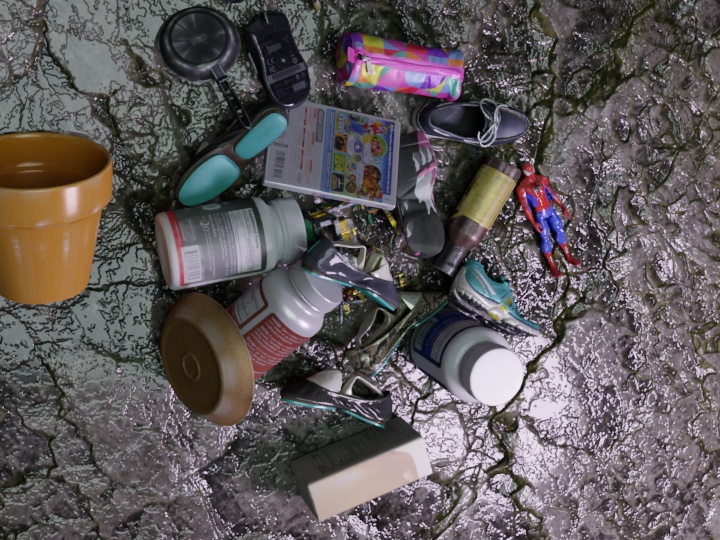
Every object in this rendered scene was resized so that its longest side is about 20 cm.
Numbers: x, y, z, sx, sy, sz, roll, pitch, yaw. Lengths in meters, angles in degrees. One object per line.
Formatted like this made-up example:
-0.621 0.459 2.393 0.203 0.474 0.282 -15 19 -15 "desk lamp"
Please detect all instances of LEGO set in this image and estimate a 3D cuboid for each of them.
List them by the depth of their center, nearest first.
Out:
-0.003 -0.028 1.610 0.154 0.116 0.200 -10 105 -18 "LEGO set"

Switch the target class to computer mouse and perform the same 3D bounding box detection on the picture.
-0.111 -0.343 1.548 0.140 0.046 0.200 -33 111 -24 "computer mouse"

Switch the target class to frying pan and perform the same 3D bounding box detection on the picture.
-0.220 -0.283 1.486 0.115 0.031 0.190 -7 77 -9 "frying pan"

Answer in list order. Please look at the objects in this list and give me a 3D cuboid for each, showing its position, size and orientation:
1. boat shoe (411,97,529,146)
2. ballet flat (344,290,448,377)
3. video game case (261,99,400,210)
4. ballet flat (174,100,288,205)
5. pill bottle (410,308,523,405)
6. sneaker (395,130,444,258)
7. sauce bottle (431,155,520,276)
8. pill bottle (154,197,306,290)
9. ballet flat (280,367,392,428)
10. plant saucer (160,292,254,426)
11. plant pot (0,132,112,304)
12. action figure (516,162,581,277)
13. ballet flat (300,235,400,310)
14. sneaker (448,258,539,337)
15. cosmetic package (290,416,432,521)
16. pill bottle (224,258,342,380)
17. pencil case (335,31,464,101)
0.181 -0.232 1.665 0.200 0.062 0.075 6 97 -22 "boat shoe"
0.053 0.080 1.674 0.200 0.068 0.075 -43 104 -18 "ballet flat"
-0.040 -0.174 1.575 0.200 0.018 0.143 10 69 -16 "video game case"
-0.188 -0.171 1.533 0.200 0.068 0.068 -38 132 3 "ballet flat"
0.168 0.138 1.665 0.120 0.200 0.120 -5 104 -19 "pill bottle"
0.078 -0.113 1.650 0.080 0.086 0.200 -4 83 -4 "sneaker"
0.180 -0.085 1.695 0.065 0.065 0.200 32 89 -23 "sauce bottle"
-0.187 -0.044 1.542 0.200 0.114 0.114 -11 105 -18 "pill bottle"
-0.034 0.192 1.673 0.200 0.068 0.068 20 86 -33 "ballet flat"
-0.229 0.132 1.520 0.035 0.200 0.200 -20 110 -42 "plant saucer"
-0.430 -0.064 1.419 0.200 0.200 0.183 -6 119 -19 "plant pot"
0.306 -0.088 1.752 0.065 0.052 0.200 -29 107 -8 "action figure"
0.000 0.000 1.524 0.200 0.073 0.073 25 92 -43 "ballet flat"
0.229 0.051 1.733 0.200 0.077 0.080 36 68 -35 "sneaker"
0.001 0.313 1.695 0.200 0.105 0.071 -20 108 -14 "cosmetic package"
-0.127 0.070 1.551 0.200 0.112 0.112 -38 114 20 "pill bottle"
0.058 -0.303 1.592 0.200 0.088 0.088 3 101 -23 "pencil case"
